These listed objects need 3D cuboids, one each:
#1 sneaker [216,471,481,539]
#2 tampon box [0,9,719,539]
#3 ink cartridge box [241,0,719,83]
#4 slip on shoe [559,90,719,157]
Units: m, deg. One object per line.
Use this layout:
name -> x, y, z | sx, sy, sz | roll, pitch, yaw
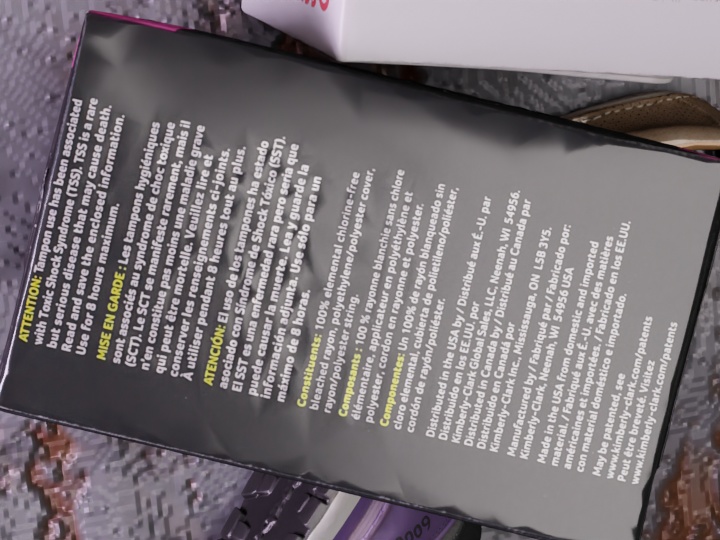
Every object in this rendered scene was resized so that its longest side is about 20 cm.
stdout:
sneaker -> -0.026, 0.149, 0.896 | 0.088, 0.076, 0.200 | 35, 90, -27
tampon box -> 0.000, 0.000, 0.787 | 0.200, 0.150, 0.127 | 14, 93, -2
ink cartridge box -> 0.052, -0.169, 0.786 | 0.146, 0.147, 0.200 | 2, 101, -16
slip on shoe -> 0.053, -0.010, 0.889 | 0.200, 0.061, 0.076 | -18, 107, -13
